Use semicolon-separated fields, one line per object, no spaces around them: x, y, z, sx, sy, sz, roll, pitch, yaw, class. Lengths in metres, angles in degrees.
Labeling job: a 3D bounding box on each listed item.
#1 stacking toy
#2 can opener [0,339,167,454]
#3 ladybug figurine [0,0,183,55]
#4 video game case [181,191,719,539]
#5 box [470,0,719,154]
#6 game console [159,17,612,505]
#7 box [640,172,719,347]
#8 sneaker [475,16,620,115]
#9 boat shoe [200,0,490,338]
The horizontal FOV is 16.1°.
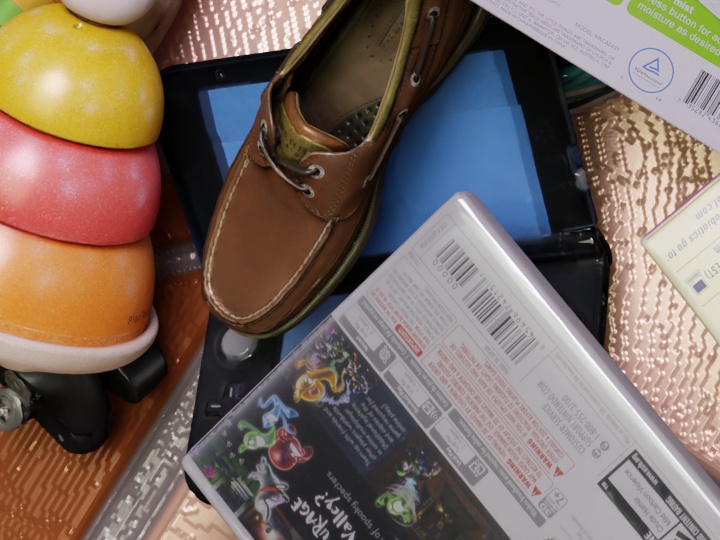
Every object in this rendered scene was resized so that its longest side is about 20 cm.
-0.132;-0.068;1.133;0.146;0.146;0.201;27;108;17;stacking toy
-0.186;0.012;1.243;0.200;0.079;0.064;39;137;19;can opener
-0.154;-0.132;1.226;0.200;0.072;0.136;-44;77;10;ladybug figurine
0.044;0.100;1.093;0.182;0.023;0.200;-44;76;17;video game case
0.109;-0.174;0.971;0.199;0.097;0.177;31;115;7;box
0.000;0.000;1.131;0.199;0.118;0.172;-7;58;24;game console
0.226;0.040;1.043;0.097;0.176;0.200;-39;76;12;box
0.137;-0.125;1.131;0.199;0.080;0.078;-30;79;13;sneaker
-0.020;-0.060;1.091;0.072;0.068;0.201;33;104;18;boat shoe
